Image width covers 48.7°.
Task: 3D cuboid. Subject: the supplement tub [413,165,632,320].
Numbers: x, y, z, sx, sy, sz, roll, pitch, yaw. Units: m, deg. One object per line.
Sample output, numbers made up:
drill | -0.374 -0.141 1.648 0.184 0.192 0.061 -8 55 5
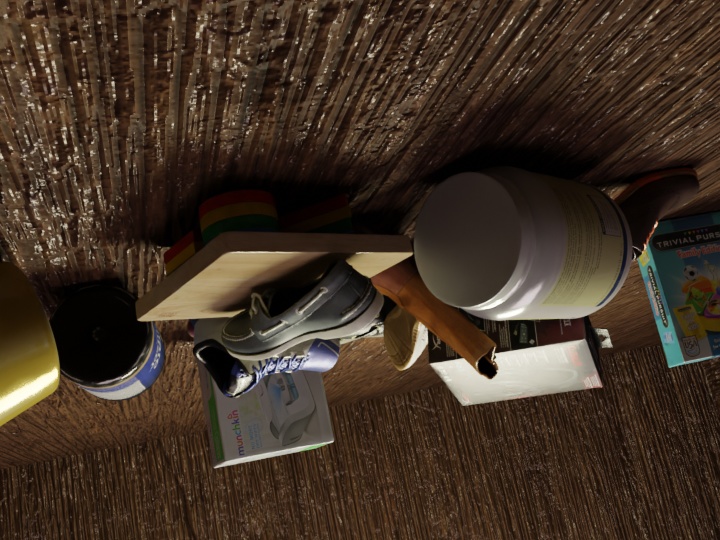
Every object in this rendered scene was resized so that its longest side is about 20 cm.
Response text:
supplement tub | 0.162 -0.024 0.785 0.199 0.146 0.144 3 160 -46

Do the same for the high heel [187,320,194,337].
high heel | -0.137 0.087 1.120 0.199 0.068 0.096 5 169 -41

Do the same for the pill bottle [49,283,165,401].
pill bottle | -0.289 0.092 0.931 0.111 0.113 0.200 -9 166 -10

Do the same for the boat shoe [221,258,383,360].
boat shoe | -0.069 0.033 0.748 0.199 0.073 0.062 -15 124 40

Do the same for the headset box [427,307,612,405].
headset box | 0.195 0.091 0.948 0.198 0.078 0.149 -10 149 19

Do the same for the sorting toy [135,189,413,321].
sorting toy | -0.089 -0.016 0.764 0.199 0.070 0.198 -1 162 -38

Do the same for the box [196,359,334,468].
box | -0.154 0.188 1.240 0.175 0.202 0.097 -4 164 -25

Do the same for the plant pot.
plant pot | -0.373 0.079 0.679 0.188 0.202 0.200 -21 174 -37

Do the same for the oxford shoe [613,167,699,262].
oxford shoe | 0.306 -0.047 0.896 0.199 0.073 0.071 -29 147 -5

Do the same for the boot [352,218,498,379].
boot | 0.079 0.038 0.869 0.068 0.200 0.188 -45 161 -10

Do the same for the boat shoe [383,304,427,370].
boat shoe | 0.082 0.061 1.046 0.069 0.071 0.201 -19 149 -26

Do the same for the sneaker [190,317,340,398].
sneaker | -0.127 0.111 0.992 0.198 0.116 0.081 19 133 -21

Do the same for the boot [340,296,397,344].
boot | -0.016 0.052 1.091 0.202 0.074 0.153 -20 161 24

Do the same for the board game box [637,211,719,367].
board game box | 0.488 0.023 1.133 0.150 0.202 0.047 -10 166 -10
